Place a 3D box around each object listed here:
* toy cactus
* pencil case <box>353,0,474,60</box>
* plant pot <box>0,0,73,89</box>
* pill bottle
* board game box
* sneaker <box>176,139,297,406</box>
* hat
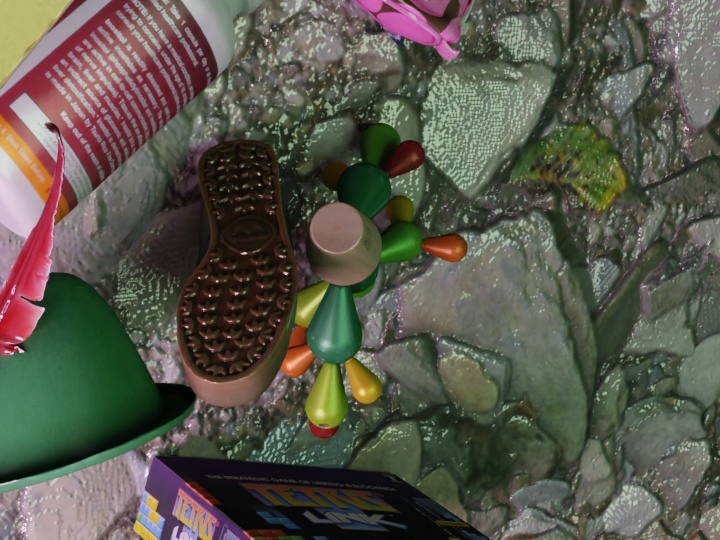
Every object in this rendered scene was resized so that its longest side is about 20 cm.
[{"bbox_3d":[0.000,0.000,1.033,0.165,0.102,0.201,69,42,-77],"label":"toy cactus"},{"bbox_3d":[0.069,-0.234,1.039,0.094,0.091,0.200,33,88,-2],"label":"pencil case"},{"bbox_3d":[-0.245,-0.185,0.781,0.200,0.195,0.194,43,80,-29],"label":"plant pot"},{"bbox_3d":[-0.142,-0.121,0.913,0.200,0.113,0.113,-44,125,-14],"label":"pill bottle"},{"bbox_3d":[-0.017,0.176,1.067,0.199,0.165,0.057,9,102,-36],"label":"board game box"},{"bbox_3d":[-0.065,0.019,0.982,0.067,0.201,0.090,-4,134,2],"label":"sneaker"},{"bbox_3d":[-0.185,0.013,0.912,0.166,0.199,0.177,-38,114,-66],"label":"hat"}]
